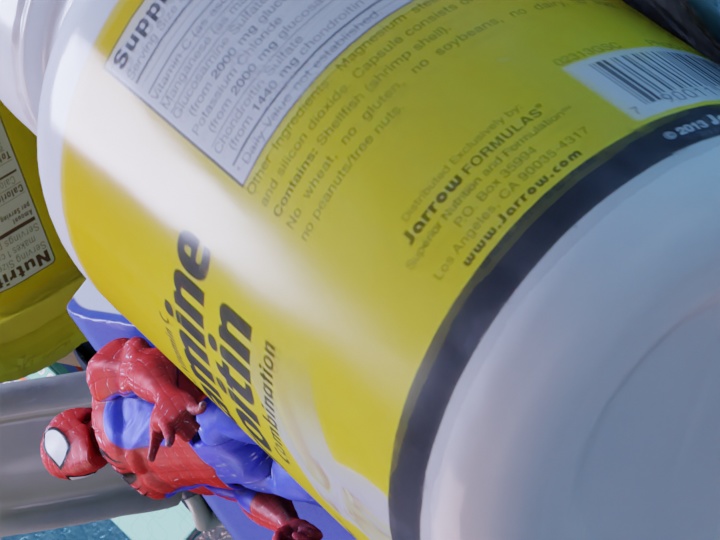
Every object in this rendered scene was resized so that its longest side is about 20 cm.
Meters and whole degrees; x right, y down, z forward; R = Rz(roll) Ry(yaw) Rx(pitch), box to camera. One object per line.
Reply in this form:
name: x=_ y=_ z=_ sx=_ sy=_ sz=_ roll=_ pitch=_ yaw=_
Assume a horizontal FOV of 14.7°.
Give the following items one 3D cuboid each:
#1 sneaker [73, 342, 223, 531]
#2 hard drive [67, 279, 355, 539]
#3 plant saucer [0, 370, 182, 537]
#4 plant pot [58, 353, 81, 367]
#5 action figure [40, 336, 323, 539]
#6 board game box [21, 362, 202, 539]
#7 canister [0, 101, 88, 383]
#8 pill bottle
sneaker: x=-0.057 y=0.047 z=1.099 sx=0.200 sy=0.078 sz=0.080 roll=45 pitch=-159 yaw=-48
hard drive: x=0.008 y=0.079 z=0.844 sx=0.131 sy=0.025 sz=0.200 roll=7 pitch=141 yaw=42
plant saucer: x=-0.117 y=0.065 z=0.965 sx=0.200 sy=0.199 sz=0.051 roll=125 pitch=136 yaw=-85
plant pot: x=-0.116 y=-0.037 z=1.159 sx=0.199 sy=0.188 sz=0.187 roll=31 pitch=-177 yaw=-32
action figure: x=-0.028 y=0.047 z=0.760 sx=0.199 sy=0.052 sz=0.065 roll=-2 pitch=138 yaw=52
board game box: x=-0.082 y=0.025 z=1.278 sx=0.152 sy=0.045 sz=0.200 roll=45 pitch=-140 yaw=5
canister: x=-0.154 y=-0.080 z=0.903 sx=0.148 sy=0.086 sz=0.201 roll=41 pitch=156 yaw=44
pill bottle: x=0.005 y=-0.017 z=0.552 sx=0.200 sy=0.112 sz=0.112 roll=40 pitch=173 yaw=42
